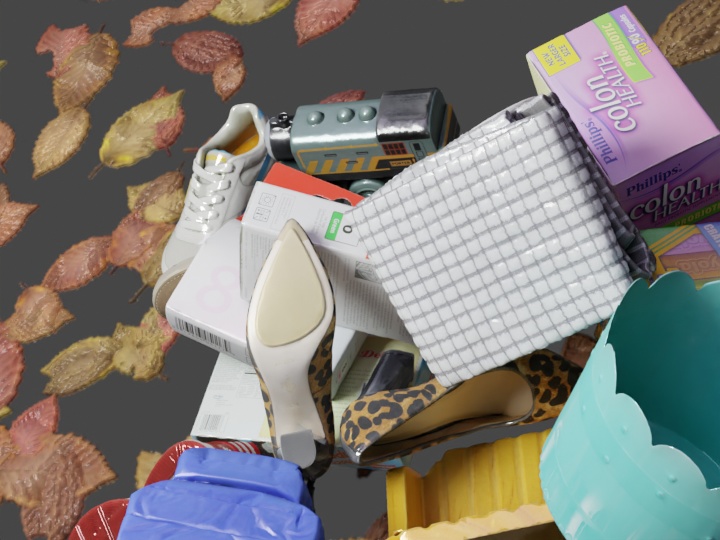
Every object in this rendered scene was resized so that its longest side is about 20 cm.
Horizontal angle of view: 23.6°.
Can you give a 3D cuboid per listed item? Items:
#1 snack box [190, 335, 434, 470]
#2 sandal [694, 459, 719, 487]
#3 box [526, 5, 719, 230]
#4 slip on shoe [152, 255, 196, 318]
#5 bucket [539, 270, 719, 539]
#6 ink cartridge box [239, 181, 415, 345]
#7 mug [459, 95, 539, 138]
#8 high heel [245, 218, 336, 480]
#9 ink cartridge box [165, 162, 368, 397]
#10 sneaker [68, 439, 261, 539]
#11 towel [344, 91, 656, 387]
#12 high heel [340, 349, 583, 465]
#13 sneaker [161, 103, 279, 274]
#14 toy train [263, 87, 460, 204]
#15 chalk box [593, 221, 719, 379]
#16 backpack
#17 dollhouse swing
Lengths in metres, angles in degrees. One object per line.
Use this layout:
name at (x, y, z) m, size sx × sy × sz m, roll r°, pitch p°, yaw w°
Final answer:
snack box at (-0.040, 0.111, 1.506) m, size 0.198 × 0.037 × 0.117 m, roll 2°, pitch 55°, yaw 24°
sandal at (0.269, 0.166, 1.289) m, size 0.198 × 0.045 × 0.075 m, roll 20°, pitch 26°, yaw -5°
box at (0.234, -0.082, 1.438) m, size 0.096 × 0.201 × 0.177 m, roll -26°, pitch 47°, yaw 0°
slip on shoe at (-0.099, 0.028, 1.576) m, size 0.198 × 0.076 × 0.061 m, roll -3°, pitch 45°, yaw 11°
bucket at (0.227, 0.119, 1.165) m, size 0.205 × 0.135 × 0.208 m, roll 15°, pitch 40°, yaw -13°
ink cartridge box at (0.000, 0.000, 1.427) m, size 0.198 × 0.109 × 0.051 m, roll 14°, pitch 55°, yaw 5°
mug at (0.128, -0.031, 1.416) m, size 0.149 × 0.187 × 0.154 m, roll -31°, pitch 81°, yaw -20°
high heel at (-0.053, 0.067, 1.396) m, size 0.071 × 0.143 × 0.202 m, roll -2°, pitch 80°, yaw 1°
ink cartridge box at (-0.055, -0.004, 1.517) m, size 0.161 × 0.057 × 0.201 m, roll 22°, pitch 66°, yaw 14°
sneaker at (-0.155, 0.212, 1.461) m, size 0.199 × 0.115 × 0.079 m, roll -37°, pitch 69°, yaw 30°
towel at (0.108, -0.023, 1.291) m, size 0.199 × 0.167 × 0.085 m, roll -28°, pitch 0°, yaw 34°
high heel at (0.087, 0.119, 1.366) m, size 0.198 × 0.072 × 0.143 m, roll 2°, pitch 29°, yaw 19°
sneaker at (-0.140, -0.070, 1.665) m, size 0.076 × 0.081 × 0.201 m, roll 11°, pitch 59°, yaw 27°
toy train at (0.006, -0.114, 1.616) m, size 0.198 × 0.114 × 0.086 m, roll -1°, pitch 52°, yaw 21°
chalk box at (0.302, 0.043, 1.342) m, size 0.198 × 0.125 × 0.124 m, roll -6°, pitch 46°, yaw -14°
backpack at (-0.093, 0.245, 1.312) m, size 0.161 × 0.201 × 0.169 m, roll 13°, pitch 53°, yaw 12°
dollhouse swing at (0.108, 0.163, 1.311) m, size 0.198 × 0.176 × 0.183 m, roll -13°, pitch 49°, yaw 13°
